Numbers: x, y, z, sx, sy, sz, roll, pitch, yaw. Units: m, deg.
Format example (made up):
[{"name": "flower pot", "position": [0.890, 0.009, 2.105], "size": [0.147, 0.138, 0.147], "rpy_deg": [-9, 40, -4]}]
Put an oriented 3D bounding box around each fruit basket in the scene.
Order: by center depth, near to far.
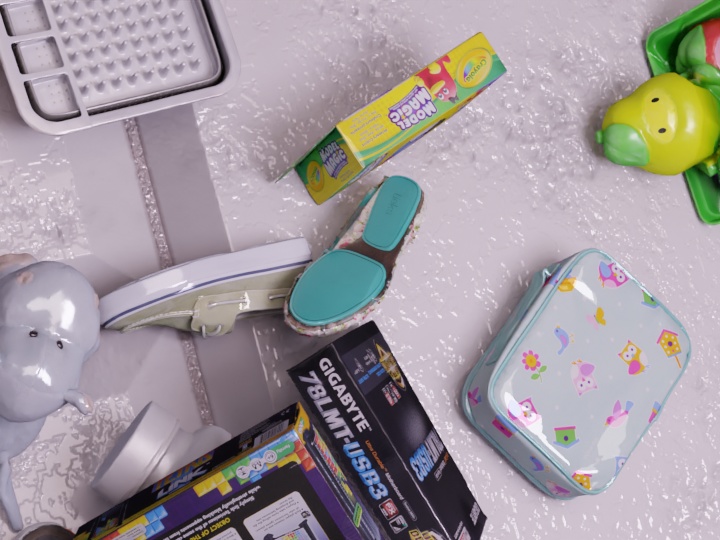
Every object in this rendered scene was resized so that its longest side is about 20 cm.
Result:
[{"name": "fruit basket", "position": [0.330, -0.151, 1.486], "size": [0.214, 0.155, 0.218], "rpy_deg": [16, 63, -34]}]

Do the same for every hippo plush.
[{"name": "hippo plush", "position": [-0.275, 0.063, 1.173], "size": [0.158, 0.161, 0.202], "rpy_deg": [26, 68, -13]}]

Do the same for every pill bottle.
[{"name": "pill bottle", "position": [-0.107, 0.193, 1.230], "size": [0.199, 0.111, 0.112], "rpy_deg": [37, 66, -8]}]

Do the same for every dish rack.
[{"name": "dish rack", "position": [-0.213, -0.204, 1.318], "size": [0.198, 0.044, 0.174], "rpy_deg": [-17, 81, -24]}]

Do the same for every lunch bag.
[{"name": "lunch bag", "position": [0.191, 0.087, 1.394], "size": [0.160, 0.077, 0.201], "rpy_deg": [40, 65, -5]}]

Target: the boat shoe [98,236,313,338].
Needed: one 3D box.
[{"name": "boat shoe", "position": [-0.121, 0.023, 1.295], "size": [0.198, 0.072, 0.063], "rpy_deg": [-16, 85, -26]}]

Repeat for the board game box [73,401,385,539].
[{"name": "board game box", "position": [-0.087, 0.218, 1.150], "size": [0.198, 0.057, 0.166], "rpy_deg": [-29, 105, 9]}]

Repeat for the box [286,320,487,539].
[{"name": "box", "position": [0.028, 0.143, 1.256], "size": [0.049, 0.200, 0.200], "rpy_deg": [-33, 87, 9]}]

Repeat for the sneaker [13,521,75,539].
[{"name": "sneaker", "position": [-0.192, 0.274, 1.190], "size": [0.077, 0.082, 0.201], "rpy_deg": [-36, 91, -24]}]

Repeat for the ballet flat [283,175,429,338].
[{"name": "ballet flat", "position": [0.000, 0.000, 1.333], "size": [0.075, 0.064, 0.200], "rpy_deg": [29, 53, 14]}]

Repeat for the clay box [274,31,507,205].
[{"name": "clay box", "position": [0.024, -0.125, 1.367], "size": [0.199, 0.115, 0.048], "rpy_deg": [-36, 91, -25]}]
